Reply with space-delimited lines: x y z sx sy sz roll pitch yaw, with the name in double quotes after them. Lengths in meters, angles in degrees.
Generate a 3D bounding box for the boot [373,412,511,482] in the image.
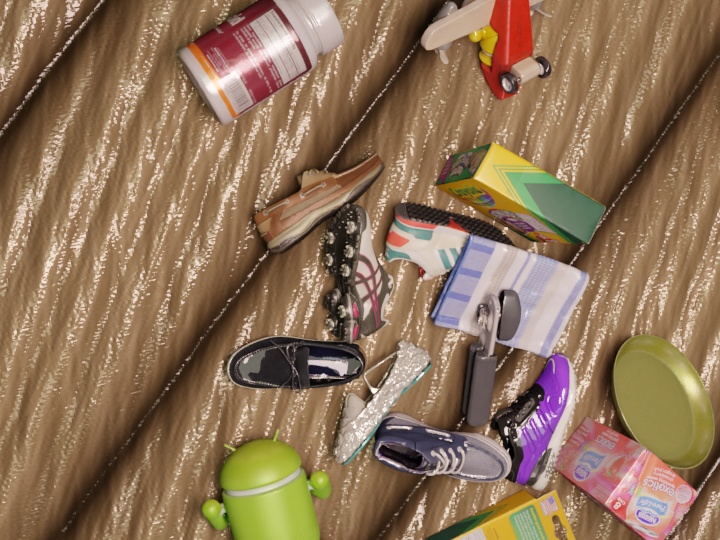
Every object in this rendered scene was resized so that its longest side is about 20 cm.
0.112 0.262 1.240 0.198 0.090 0.073 15 105 4 "boot"

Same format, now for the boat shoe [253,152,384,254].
-0.058 -0.104 1.224 0.199 0.076 0.074 -37 88 -11 "boat shoe"

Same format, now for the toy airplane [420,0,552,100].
0.185 -0.355 1.218 0.199 0.141 0.200 19 104 -42 "toy airplane"

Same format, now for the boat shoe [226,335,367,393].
-0.086 0.130 1.237 0.198 0.062 0.075 -1 95 -8 "boat shoe"

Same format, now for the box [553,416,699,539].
0.360 0.289 1.246 0.102 0.200 0.095 41 86 -9 "box"

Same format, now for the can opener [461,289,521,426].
0.182 0.125 1.255 0.066 0.053 0.202 5 111 -9 "can opener"

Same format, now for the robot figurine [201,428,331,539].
-0.123 0.320 1.211 0.174 0.116 0.202 -14 95 -3 "robot figurine"

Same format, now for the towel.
0.213 0.040 1.266 0.199 0.024 0.148 17 111 -17 "towel"

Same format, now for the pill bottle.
-0.129 -0.291 1.182 0.199 0.114 0.115 -34 97 -6 "pill bottle"

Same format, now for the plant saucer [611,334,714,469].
0.432 0.192 1.298 0.199 0.031 0.202 16 58 -27 "plant saucer"

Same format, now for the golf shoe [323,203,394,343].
0.000 0.000 1.228 0.087 0.077 0.202 -11 119 -29 "golf shoe"

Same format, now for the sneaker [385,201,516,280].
0.126 -0.028 1.270 0.198 0.070 0.094 14 117 -18 "sneaker"

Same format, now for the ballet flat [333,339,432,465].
0.018 0.178 1.256 0.072 0.072 0.200 44 78 -9 "ballet flat"

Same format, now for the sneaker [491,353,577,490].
0.243 0.211 1.290 0.099 0.070 0.202 16 90 -7 "sneaker"

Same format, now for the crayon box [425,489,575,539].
0.211 0.410 1.303 0.199 0.052 0.127 -24 96 -7 "crayon box"

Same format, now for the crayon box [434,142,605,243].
0.207 -0.099 1.202 0.172 0.200 0.059 27 88 -9 "crayon box"
